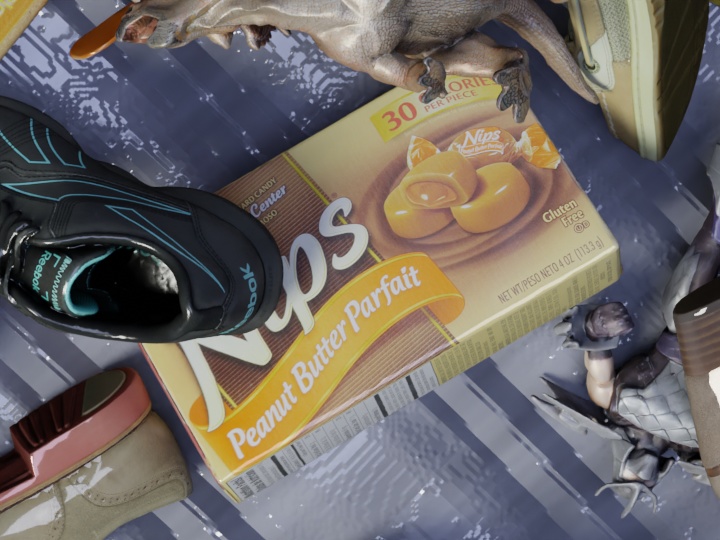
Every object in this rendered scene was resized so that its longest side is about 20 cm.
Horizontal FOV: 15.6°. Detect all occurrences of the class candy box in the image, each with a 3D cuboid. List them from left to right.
[{"bbox_3d":[0.000,0.000,1.148,0.200,0.055,0.115,-31,73,-1],"label":"candy box"}]

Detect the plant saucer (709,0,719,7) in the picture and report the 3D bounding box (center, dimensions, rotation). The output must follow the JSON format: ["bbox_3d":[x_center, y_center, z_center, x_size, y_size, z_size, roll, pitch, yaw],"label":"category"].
[{"bbox_3d":[0.215,-0.203,1.169,0.200,0.048,0.200,25,96,-11],"label":"plant saucer"}]

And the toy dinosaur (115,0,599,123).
[{"bbox_3d":[0.011,-0.118,1.099,0.200,0.136,0.086,6,99,-37],"label":"toy dinosaur"}]

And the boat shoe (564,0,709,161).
[{"bbox_3d":[0.107,-0.131,1.134,0.063,0.073,0.201,11,143,23],"label":"boat shoe"}]

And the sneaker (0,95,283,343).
[{"bbox_3d":[-0.132,-0.020,1.091,0.200,0.079,0.075,17,111,14],"label":"sneaker"}]

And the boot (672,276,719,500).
[{"bbox_3d":[0.234,0.047,1.122,0.200,0.070,0.146,-24,106,28],"label":"boot"}]

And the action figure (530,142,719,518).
[{"bbox_3d":[0.157,0.023,1.193,0.130,0.069,0.200,21,100,-17],"label":"action figure"}]

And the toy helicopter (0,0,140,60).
[{"bbox_3d":[-0.131,-0.132,1.129,0.132,0.079,0.200,32,105,-22],"label":"toy helicopter"}]

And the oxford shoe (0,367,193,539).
[{"bbox_3d":[-0.165,0.127,1.163,0.200,0.070,0.075,-33,109,0],"label":"oxford shoe"}]
